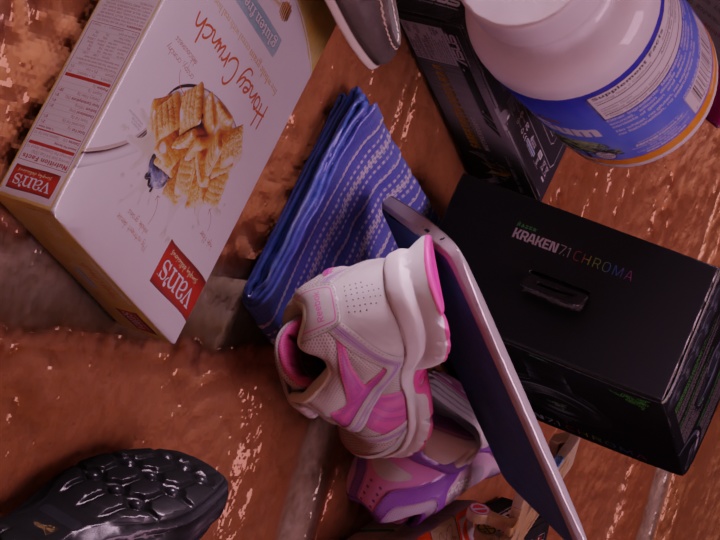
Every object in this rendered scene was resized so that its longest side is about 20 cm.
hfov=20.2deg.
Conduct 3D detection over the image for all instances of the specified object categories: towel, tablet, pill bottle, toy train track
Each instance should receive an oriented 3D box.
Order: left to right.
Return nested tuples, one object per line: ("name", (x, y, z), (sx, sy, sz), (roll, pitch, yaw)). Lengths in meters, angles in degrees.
("towel", (0.000, 0.000, 1.187), (0.146, 0.024, 0.200), (-63, 152, -16))
("tablet", (0.071, 0.058, 1.143), (0.014, 0.130, 0.201), (-28, 111, -8))
("toy train track", (0.099, 0.150, 1.306), (0.200, 0.032, 0.116), (-40, 147, -61))
("pill bottle", (0.125, -0.139, 1.142), (0.200, 0.111, 0.113), (31, 78, -60))

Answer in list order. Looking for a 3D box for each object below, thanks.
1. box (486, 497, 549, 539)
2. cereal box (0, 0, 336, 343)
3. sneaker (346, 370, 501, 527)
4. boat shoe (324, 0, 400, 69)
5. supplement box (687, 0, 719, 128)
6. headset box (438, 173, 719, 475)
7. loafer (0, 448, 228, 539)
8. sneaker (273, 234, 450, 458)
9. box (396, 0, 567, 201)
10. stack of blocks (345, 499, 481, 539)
("box", (0.068, 0.278, 1.450), (0.160, 0.044, 0.202), (-14, 117, -60))
("cereal box", (-0.084, -0.083, 0.961), (0.201, 0.039, 0.144), (-65, 153, -16))
("sneaker", (0.044, 0.119, 1.289), (0.089, 0.080, 0.200), (-59, 161, 9))
("boat shoe", (-0.005, -0.187, 0.978), (0.067, 0.057, 0.201), (-91, 162, -54))
("supplement box", (0.263, -0.204, 1.289), (0.103, 0.101, 0.201), (-14, 140, -47))
("headset box", (0.136, 0.035, 1.267), (0.093, 0.173, 0.200), (-64, 161, -12))
("loafer", (-0.140, 0.142, 0.963), (0.200, 0.068, 0.071), (-25, 135, -49))
("sneaker", (-0.006, 0.046, 1.118), (0.201, 0.087, 0.082), (96, -14, -60))
("box", (0.099, -0.162, 1.253), (0.159, 0.048, 0.200), (-64, 151, -19))
("stack of blocks", (0.010, 0.231, 1.260), (0.199, 0.058, 0.116), (-26, 106, -51))
